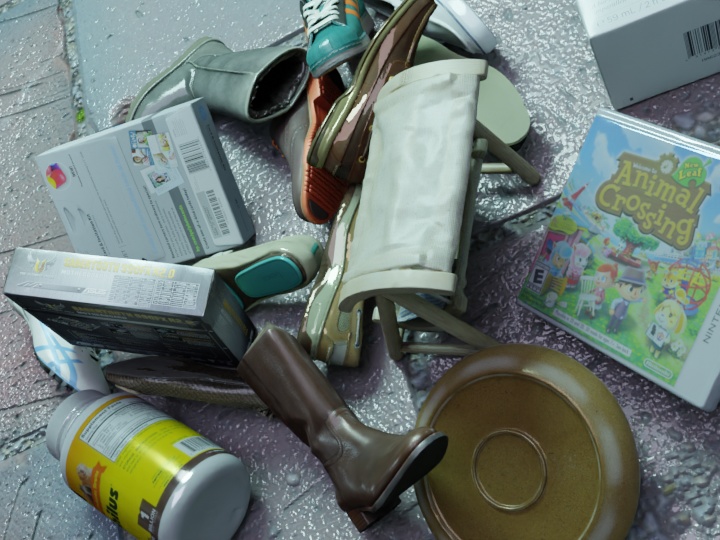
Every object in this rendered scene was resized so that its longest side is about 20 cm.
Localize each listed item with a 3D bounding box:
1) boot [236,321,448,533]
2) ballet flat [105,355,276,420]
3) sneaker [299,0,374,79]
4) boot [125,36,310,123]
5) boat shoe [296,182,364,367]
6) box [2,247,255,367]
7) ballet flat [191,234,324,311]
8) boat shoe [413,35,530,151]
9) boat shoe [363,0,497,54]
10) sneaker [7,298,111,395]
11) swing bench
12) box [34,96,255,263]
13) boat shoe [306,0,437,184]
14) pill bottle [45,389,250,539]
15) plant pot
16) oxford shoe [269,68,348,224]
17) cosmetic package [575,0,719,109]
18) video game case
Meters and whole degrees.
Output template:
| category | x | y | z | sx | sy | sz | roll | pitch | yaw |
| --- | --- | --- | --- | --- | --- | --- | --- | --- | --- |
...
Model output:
| category | x | y | z | sx | sy | sz | roll | pitch | yaw |
| --- | --- | --- | --- | --- | --- | --- | --- | --- | --- |
| boot | -0.027 | 0.109 | 0.837 | 0.064 | 0.187 | 0.200 | -26 | 71 | -34 |
| ballet flat | -0.155 | 0.115 | 0.972 | 0.198 | 0.067 | 0.047 | 4 | 106 | 10 |
| sneaker | -0.033 | -0.257 | 1.025 | 0.071 | 0.080 | 0.200 | -28 | 20 | 15 |
| boot | -0.159 | -0.182 | 1.093 | 0.200 | 0.073 | 0.182 | 29 | 82 | 46 |
| boat shoe | 0.000 | 0.000 | 0.966 | 0.076 | 0.072 | 0.201 | 15 | 72 | 4 |
| box | -0.217 | 0.038 | 0.962 | 0.198 | 0.159 | 0.049 | 6 | 68 | 11 |
| ballet flat | -0.119 | 0.004 | 1.015 | 0.199 | 0.069 | 0.070 | -14 | 61 | 33 |
| boat shoe | 0.091 | -0.173 | 0.998 | 0.074 | 0.063 | 0.201 | -41 | 57 | -16 |
| boat shoe | 0.067 | -0.267 | 1.053 | 0.065 | 0.073 | 0.200 | -47 | 46 | 5 |
| sneaker | -0.319 | 0.069 | 1.081 | 0.072 | 0.072 | 0.200 | -39 | 59 | -4 |
| swing bench | 0.064 | -0.042 | 0.864 | 0.129 | 0.200 | 0.200 | 1 | 67 | 26 |
| box | -0.231 | -0.080 | 1.068 | 0.199 | 0.041 | 0.157 | -15 | 106 | 19 |
| boat shoe | 0.023 | -0.175 | 0.961 | 0.067 | 0.072 | 0.201 | 30 | 88 | -2 |
| pill bottle | -0.207 | 0.187 | 0.946 | 0.199 | 0.109 | 0.110 | 23 | 79 | 33 |
| plant pot | 0.123 | 0.160 | 0.804 | 0.199 | 0.027 | 0.202 | -2 | 86 | 30 |
| oxford shoe | -0.057 | -0.129 | 1.051 | 0.072 | 0.071 | 0.201 | -18 | 52 | 29 |
| cosmetic package | 0.292 | -0.292 | 0.917 | 0.198 | 0.123 | 0.201 | -19 | 59 | 17 |
| video game case | 0.230 | -0.017 | 0.785 | 0.200 | 0.022 | 0.183 | 33 | 105 | 47 |
